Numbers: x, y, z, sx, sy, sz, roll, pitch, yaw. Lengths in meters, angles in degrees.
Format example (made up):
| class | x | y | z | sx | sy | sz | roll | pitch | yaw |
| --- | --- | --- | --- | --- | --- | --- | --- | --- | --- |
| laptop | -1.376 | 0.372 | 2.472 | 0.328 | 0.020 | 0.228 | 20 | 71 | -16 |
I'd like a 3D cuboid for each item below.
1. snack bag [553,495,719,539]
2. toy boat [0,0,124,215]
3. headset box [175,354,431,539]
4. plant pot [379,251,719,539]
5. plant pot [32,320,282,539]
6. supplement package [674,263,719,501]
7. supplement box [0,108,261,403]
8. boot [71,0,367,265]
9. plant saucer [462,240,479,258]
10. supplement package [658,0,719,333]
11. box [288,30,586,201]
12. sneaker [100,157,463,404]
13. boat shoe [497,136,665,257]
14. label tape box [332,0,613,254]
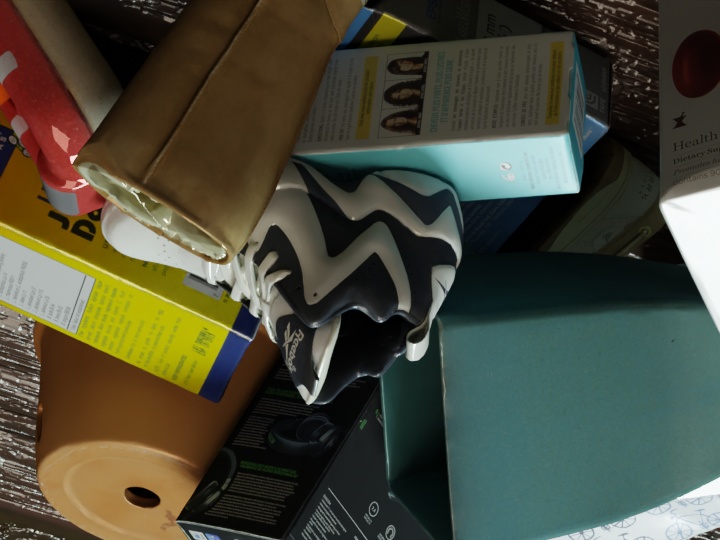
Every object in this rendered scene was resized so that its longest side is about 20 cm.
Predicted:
| class | x | y | z | sx | sy | sz | roll | pitch | yaw |
| --- | --- | --- | --- | --- | --- | --- | --- | --- | --- |
| snack bag | 0.131 | 0.140 | 1.805 | 0.188 | 0.021 | 0.200 | -22 | 131 | 27 |
| toy boat | -0.218 | -0.108 | 1.484 | 0.130 | 0.201 | 0.131 | -32 | 167 | -9 |
| headset box | 0.005 | 0.134 | 1.669 | 0.092 | 0.200 | 0.174 | 7 | 143 | 40 |
| plant pot | 0.124 | 0.065 | 1.539 | 0.199 | 0.141 | 0.142 | -8 | 105 | -13 |
| plant pot | -0.124 | 0.087 | 1.712 | 0.199 | 0.141 | 0.201 | 9 | 145 | 6 |
| supplement package | 0.279 | 0.055 | 1.661 | 0.199 | 0.110 | 0.114 | -11 | 118 | 17 |
| supplement box | -0.144 | -0.025 | 1.591 | 0.199 | 0.110 | 0.109 | 25 | 154 | -4 |
| boot | -0.093 | -0.130 | 1.420 | 0.175 | 0.201 | 0.066 | 30 | 162 | 5 |
| plant saucer | 0.000 | 0.000 | 1.663 | 0.199 | 0.019 | 0.070 | 2 | 149 | 37 |
| supplement package | 0.271 | -0.084 | 1.460 | 0.190 | 0.201 | 0.147 | -13 | 134 | 19 |
| box | 0.022 | -0.080 | 1.482 | 0.199 | 0.083 | 0.049 | -4 | 138 | 13 |
| sneaker | -0.047 | 0.009 | 1.433 | 0.198 | 0.130 | 0.080 | 8 | 139 | -1 |
| boat shoe | 0.119 | 0.002 | 1.664 | 0.066 | 0.074 | 0.200 | 29 | 133 | -17 |
| label tape box | 0.027 | -0.102 | 1.566 | 0.199 | 0.064 | 0.144 | 25 | 135 | -18 |
